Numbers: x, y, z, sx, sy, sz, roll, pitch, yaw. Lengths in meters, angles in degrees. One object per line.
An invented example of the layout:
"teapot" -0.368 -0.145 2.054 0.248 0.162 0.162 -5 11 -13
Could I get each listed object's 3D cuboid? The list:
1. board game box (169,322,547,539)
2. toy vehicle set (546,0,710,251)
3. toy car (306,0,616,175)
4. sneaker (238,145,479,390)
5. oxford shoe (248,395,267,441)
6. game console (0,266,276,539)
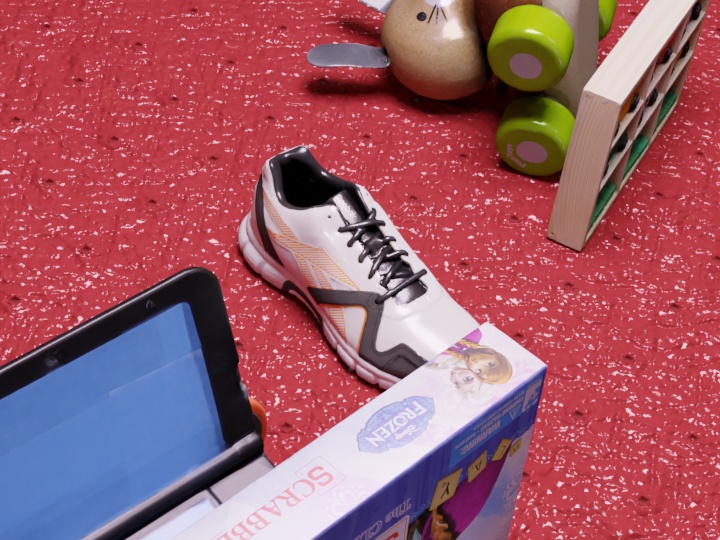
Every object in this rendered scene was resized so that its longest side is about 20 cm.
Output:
"board game box" -0.007 0.148 0.726 0.041 0.200 0.200 36 50 29
"toy vehicle set" 0.188 -0.118 1.099 0.026 0.124 0.200 24 45 16
"toy car" 0.067 -0.179 1.140 0.200 0.158 0.164 9 52 17
"sneaker" 0.000 0.000 0.976 0.200 0.080 0.074 37 48 25
"oxford shoe" -0.148 0.105 0.855 0.200 0.071 0.073 -19 40 -38
"game console" -0.106 0.127 0.770 0.200 0.116 0.176 -30 66 -30
